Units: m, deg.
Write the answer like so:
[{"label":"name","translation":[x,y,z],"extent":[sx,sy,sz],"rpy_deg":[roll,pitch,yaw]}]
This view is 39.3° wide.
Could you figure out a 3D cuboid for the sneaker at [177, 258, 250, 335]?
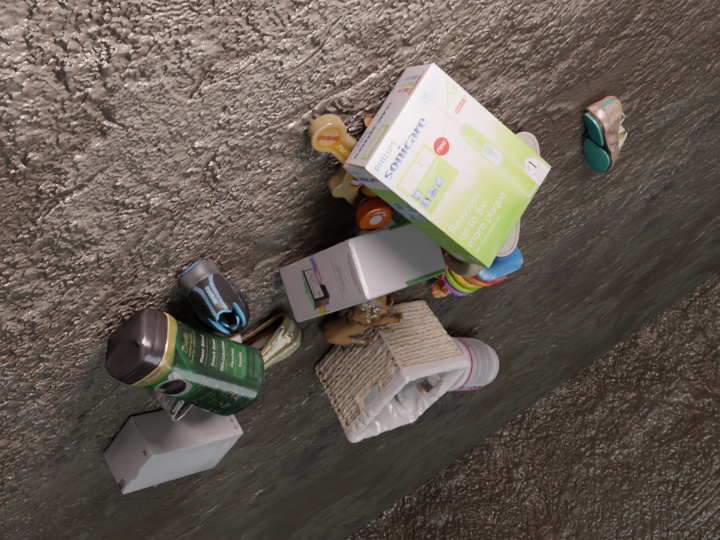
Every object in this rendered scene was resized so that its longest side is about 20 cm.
[{"label":"sneaker","translation":[-0.187,0.059,1.353],"extent":[0.073,0.082,0.200],"rpy_deg":[-36,160,-3]}]

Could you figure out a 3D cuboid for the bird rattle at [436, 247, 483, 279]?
[{"label":"bird rattle","translation":[0.129,-0.059,1.463],"extent":[0.111,0.164,0.203],"rpy_deg":[-7,128,-23]}]

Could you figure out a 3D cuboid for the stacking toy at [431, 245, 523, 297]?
[{"label":"stacking toy","translation":[0.181,0.001,1.768],"extent":[0.115,0.111,0.200],"rpy_deg":[-20,165,-38]}]

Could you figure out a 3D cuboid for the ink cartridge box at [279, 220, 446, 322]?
[{"label":"ink cartridge box","translation":[0.000,0.000,1.398],"extent":[0.143,0.086,0.199],"rpy_deg":[-18,179,-34]}]

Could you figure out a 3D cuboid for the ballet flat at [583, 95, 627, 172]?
[{"label":"ballet flat","translation":[0.409,-0.225,1.665],"extent":[0.067,0.068,0.200],"rpy_deg":[-41,160,-3]}]

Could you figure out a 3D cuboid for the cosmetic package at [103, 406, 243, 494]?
[{"label":"cosmetic package","translation":[-0.303,0.282,1.641],"extent":[0.198,0.082,0.113],"rpy_deg":[-3,142,-51]}]

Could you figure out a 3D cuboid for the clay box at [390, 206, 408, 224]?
[{"label":"clay box","translation":[0.101,-0.120,1.360],"extent":[0.047,0.115,0.201],"rpy_deg":[-29,160,-34]}]

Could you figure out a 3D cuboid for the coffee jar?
[{"label":"coffee jar","translation":[-0.229,0.120,1.321],"extent":[0.198,0.087,0.104],"rpy_deg":[26,139,-37]}]

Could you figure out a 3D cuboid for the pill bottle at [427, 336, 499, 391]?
[{"label":"pill bottle","translation":[0.223,0.204,2.192],"extent":[0.113,0.114,0.199],"rpy_deg":[-42,157,20]}]

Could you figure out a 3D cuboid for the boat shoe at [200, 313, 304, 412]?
[{"label":"boat shoe","translation":[-0.182,0.134,1.551],"extent":[0.199,0.072,0.076],"rpy_deg":[-41,144,-4]}]

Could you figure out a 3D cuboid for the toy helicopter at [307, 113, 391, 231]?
[{"label":"toy helicopter","translation":[0.007,-0.141,1.248],"extent":[0.131,0.080,0.199],"rpy_deg":[-34,146,16]}]

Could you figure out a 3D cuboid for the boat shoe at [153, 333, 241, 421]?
[{"label":"boat shoe","translation":[-0.226,0.159,1.471],"extent":[0.070,0.070,0.199],"rpy_deg":[-17,164,-49]}]

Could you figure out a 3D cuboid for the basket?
[{"label":"basket","translation":[0.052,0.179,1.834],"extent":[0.198,0.162,0.199],"rpy_deg":[-8,146,-49]}]

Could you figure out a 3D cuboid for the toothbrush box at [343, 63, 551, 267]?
[{"label":"toothbrush box","translation":[0.103,-0.122,1.194],"extent":[0.147,0.199,0.086],"rpy_deg":[-55,-161,-6]}]

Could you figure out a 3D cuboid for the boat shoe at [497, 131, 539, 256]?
[{"label":"boat shoe","translation":[0.228,-0.126,1.576],"extent":[0.071,0.063,0.204],"rpy_deg":[5,115,-9]}]

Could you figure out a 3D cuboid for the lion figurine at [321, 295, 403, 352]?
[{"label":"lion figurine","translation":[-0.011,0.084,1.676],"extent":[0.121,0.073,0.200],"rpy_deg":[0,144,-44]}]
